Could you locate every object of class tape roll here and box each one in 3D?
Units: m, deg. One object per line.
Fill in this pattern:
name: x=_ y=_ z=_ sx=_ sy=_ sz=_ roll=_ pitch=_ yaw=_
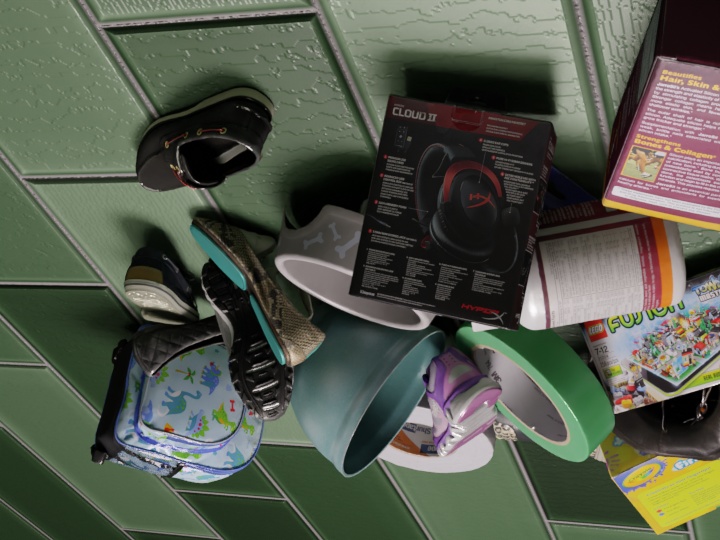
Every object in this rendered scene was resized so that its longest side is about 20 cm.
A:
tape roll: x=0.192 y=0.123 z=1.390 sx=0.200 sy=0.048 sz=0.201 roll=43 pitch=164 yaw=16
tape roll: x=0.081 y=0.193 z=1.633 sx=0.198 sy=0.067 sz=0.201 roll=10 pitch=149 yaw=6

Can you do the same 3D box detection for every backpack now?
backpack: x=-0.221 y=0.178 z=1.615 sx=0.198 sy=0.185 sz=0.147 roll=23 pitch=150 yaw=-25

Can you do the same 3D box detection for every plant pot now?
plant pot: x=-0.010 y=0.117 z=1.450 sx=0.134 sy=0.200 sz=0.201 roll=34 pitch=155 yaw=19

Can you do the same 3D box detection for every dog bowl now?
dog bowl: x=0.000 y=0.000 z=1.297 sx=0.198 sy=0.059 sz=0.200 roll=22 pitch=166 yaw=6

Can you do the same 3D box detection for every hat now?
hat: x=0.350 y=0.107 z=1.357 sx=0.199 sy=0.081 sz=0.203 roll=15 pitch=113 yaw=37

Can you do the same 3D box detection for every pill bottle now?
pill bottle: x=0.194 y=-0.005 z=1.167 sx=0.197 sy=0.111 sz=0.110 roll=-10 pitch=146 yaw=4

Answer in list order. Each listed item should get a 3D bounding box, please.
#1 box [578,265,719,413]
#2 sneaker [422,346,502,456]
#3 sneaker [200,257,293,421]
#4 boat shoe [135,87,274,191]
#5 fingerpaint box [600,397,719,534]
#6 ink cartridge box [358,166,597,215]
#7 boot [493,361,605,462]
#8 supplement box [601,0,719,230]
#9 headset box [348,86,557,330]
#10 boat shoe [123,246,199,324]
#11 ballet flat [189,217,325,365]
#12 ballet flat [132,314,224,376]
box: x=0.328 y=0.070 z=1.285 sx=0.199 sy=0.111 sz=0.035 roll=-26 pitch=176 yaw=43
sneaker: x=0.109 y=0.149 z=1.458 sx=0.089 sy=0.080 sz=0.201 roll=50 pitch=163 yaw=20
sneaker: x=-0.123 y=0.078 z=1.427 sx=0.073 sy=0.202 sz=0.079 roll=-19 pitch=158 yaw=-4
boat shoe: x=-0.164 y=-0.116 z=1.230 sx=0.073 sy=0.064 sz=0.200 roll=32 pitch=146 yaw=-33
fingerpaint box: x=0.398 y=0.206 z=1.453 sx=0.199 sy=0.074 sz=0.167 roll=-28 pitch=136 yaw=15
ink cartridge box: x=0.132 y=-0.043 z=1.246 sx=0.197 sy=0.047 sz=0.199 roll=31 pitch=148 yaw=-26
boot: x=0.235 y=0.164 z=1.518 sx=0.152 sy=0.074 sz=0.204 roll=8 pitch=148 yaw=15
supplement box: x=0.271 y=-0.129 z=1.006 sx=0.109 sy=0.086 sz=0.201 roll=12 pitch=150 yaw=4
headset box: x=0.085 y=-0.060 z=1.097 sx=0.147 sy=0.203 sz=0.075 roll=11 pitch=179 yaw=14
boat shoe: x=-0.233 y=0.023 z=1.487 sx=0.074 sy=0.063 sz=0.200 roll=4 pitch=164 yaw=7
ballet flat: x=-0.106 y=0.010 z=1.378 sx=0.201 sy=0.075 sz=0.068 roll=54 pitch=164 yaw=12
ballet flat: x=-0.182 y=0.086 z=1.498 sx=0.198 sy=0.057 sz=0.066 roll=-11 pitch=161 yaw=-33
